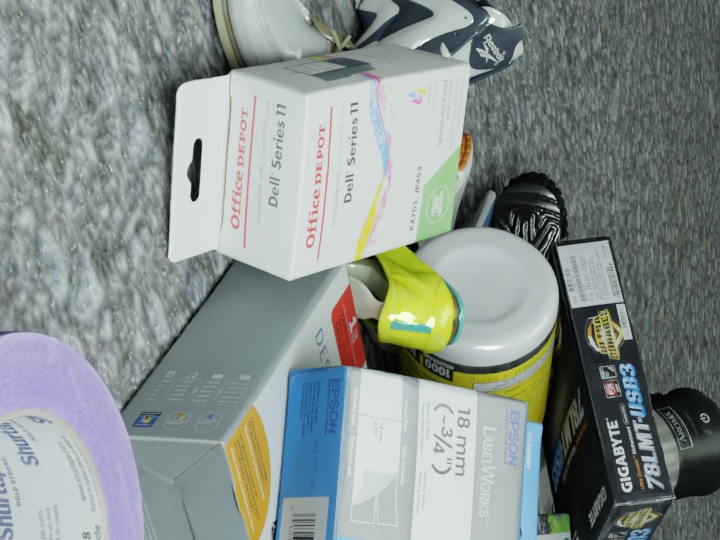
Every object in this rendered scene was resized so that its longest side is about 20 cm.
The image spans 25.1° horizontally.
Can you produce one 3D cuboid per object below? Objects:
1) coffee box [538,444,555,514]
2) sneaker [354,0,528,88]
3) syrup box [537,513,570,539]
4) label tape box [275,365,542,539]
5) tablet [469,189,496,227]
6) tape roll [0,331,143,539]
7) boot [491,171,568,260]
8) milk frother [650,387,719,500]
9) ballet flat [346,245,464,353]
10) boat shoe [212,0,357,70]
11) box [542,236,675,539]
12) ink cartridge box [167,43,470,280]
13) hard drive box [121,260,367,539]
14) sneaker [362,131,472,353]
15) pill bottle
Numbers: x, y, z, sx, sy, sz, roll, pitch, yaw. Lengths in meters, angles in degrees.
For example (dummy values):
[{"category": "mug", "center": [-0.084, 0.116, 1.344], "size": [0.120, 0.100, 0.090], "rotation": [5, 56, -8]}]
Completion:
[{"category": "coffee box", "center": [0.127, 0.177, 1.397], "size": [0.200, 0.114, 0.080], "rotation": [-36, 122, -65]}, {"category": "sneaker", "center": [0.061, -0.147, 1.208], "size": [0.080, 0.129, 0.200], "rotation": [49, 42, -55]}, {"category": "syrup box", "center": [0.081, 0.207, 1.092], "size": [0.200, 0.081, 0.079], "rotation": [19, 67, -67]}, {"category": "label tape box", "center": [0.049, 0.142, 0.935], "size": [0.199, 0.063, 0.145], "rotation": [14, 75, -35]}, {"category": "tablet", "center": [0.079, 0.025, 1.339], "size": [0.200, 0.014, 0.131], "rotation": [-59, 163, -62]}, {"category": "tape roll", "center": [-0.174, 0.125, 0.672], "size": [0.200, 0.084, 0.202], "rotation": [-2, 90, -69]}, {"category": "boot", "center": [0.148, 0.013, 1.505], "size": [0.158, 0.079, 0.213], "rotation": [-34, 138, -83]}, {"category": "milk frother", "center": [0.253, 0.208, 1.708], "size": [0.187, 0.181, 0.201], "rotation": [-8, 131, -34]}, {"category": "ballet flat", "center": [0.000, 0.000, 1.082], "size": [0.200, 0.067, 0.067], "rotation": [-138, -130, -59]}, {"category": "boat shoe", "center": [-0.034, -0.133, 1.058], "size": [0.200, 0.068, 0.075], "rotation": [60, 37, -50]}, {"category": "box", "center": [0.168, 0.108, 1.174], "size": [0.200, 0.049, 0.200], "rotation": [92, -8, -63]}, {"category": "ink cartridge box", "center": [-0.022, -0.066, 0.983], "size": [0.199, 0.067, 0.118], "rotation": [-18, 121, -47]}, {"category": "hard drive box", "center": [-0.061, 0.106, 0.970], "size": [0.200, 0.076, 0.157], "rotation": [-59, 143, -54]}, {"category": "sneaker", "center": [0.039, -0.024, 1.254], "size": [0.092, 0.075, 0.201], "rotation": [76, 32, -48]}, {"category": "pill bottle", "center": [0.083, 0.071, 1.179], "size": [0.201, 0.112, 0.113], "rotation": [88, 15, -51]}]
